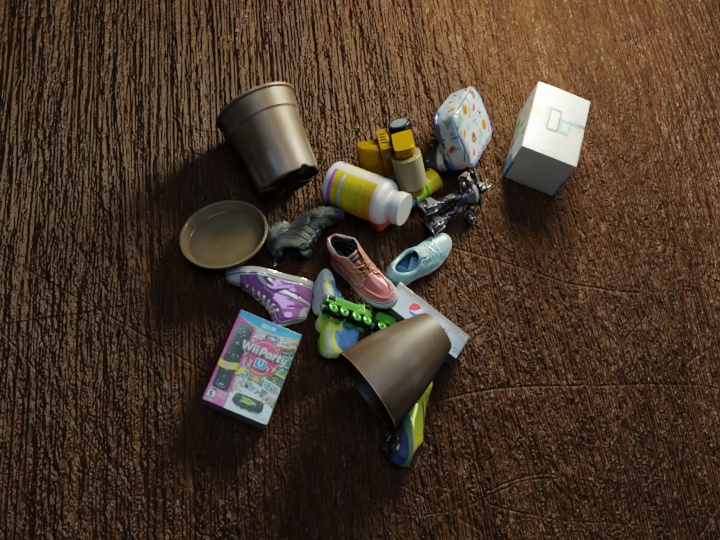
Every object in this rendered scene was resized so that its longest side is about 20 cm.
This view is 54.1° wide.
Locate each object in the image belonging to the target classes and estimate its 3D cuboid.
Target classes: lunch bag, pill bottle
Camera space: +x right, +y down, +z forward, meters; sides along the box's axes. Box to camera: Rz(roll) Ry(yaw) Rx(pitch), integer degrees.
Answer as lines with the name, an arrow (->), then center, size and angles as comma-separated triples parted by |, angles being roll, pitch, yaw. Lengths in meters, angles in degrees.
lunch bag -> 0.250, -0.338, 1.708 | 0.201, 0.074, 0.162 | -54, 126, -43
pill bottle -> 0.016, -0.170, 1.604 | 0.197, 0.105, 0.105 | 24, 65, 25

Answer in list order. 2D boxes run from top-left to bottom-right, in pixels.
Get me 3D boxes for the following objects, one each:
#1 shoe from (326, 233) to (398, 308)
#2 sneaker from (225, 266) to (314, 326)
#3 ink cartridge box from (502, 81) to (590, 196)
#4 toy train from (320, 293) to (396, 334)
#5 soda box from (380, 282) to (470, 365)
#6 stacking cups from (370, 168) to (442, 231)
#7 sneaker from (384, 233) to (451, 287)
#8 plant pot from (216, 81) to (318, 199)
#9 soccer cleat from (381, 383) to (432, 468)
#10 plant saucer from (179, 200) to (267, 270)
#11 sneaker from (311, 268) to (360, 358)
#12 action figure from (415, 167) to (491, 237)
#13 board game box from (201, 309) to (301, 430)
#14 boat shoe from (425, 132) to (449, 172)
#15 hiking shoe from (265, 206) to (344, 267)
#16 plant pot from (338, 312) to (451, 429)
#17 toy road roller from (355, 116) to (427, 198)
shoe -> 0.000, 0.000, 1.538 | 0.071, 0.092, 0.199 | -41, 58, -15
sneaker -> -0.203, 0.060, 1.527 | 0.195, 0.073, 0.117 | 12, 71, -4
ink cartridge box -> 0.462, -0.326, 1.753 | 0.143, 0.147, 0.204 | 20, 66, -1
toy train -> -0.002, 0.098, 1.510 | 0.197, 0.042, 0.057 | 23, 42, -28
soda box -> 0.142, 0.119, 1.565 | 0.198, 0.068, 0.064 | 37, 69, 6
stacking cups -> 0.106, -0.167, 1.674 | 0.198, 0.061, 0.061 | -37, 78, -21
sneaker -> 0.142, -0.028, 1.615 | 0.199, 0.082, 0.074 | -38, 80, -21
plant pot -> -0.198, -0.286, 1.606 | 0.197, 0.200, 0.202 | -24, 82, -18
soccer cleat -> 0.111, 0.320, 1.495 | 0.083, 0.064, 0.203 | 41, 59, -25
plant saucer -> -0.299, -0.075, 1.551 | 0.195, 0.030, 0.203 | -2, 49, 3
sneaker -> -0.048, 0.098, 1.549 | 0.103, 0.076, 0.205 | 9, 65, -27
action figure -> 0.231, -0.160, 1.670 | 0.197, 0.069, 0.132 | -28, 117, -14
board game box -> -0.225, 0.206, 1.470 | 0.145, 0.064, 0.204 | 21, 66, -1
boat shoe -> 0.204, -0.331, 1.756 | 0.055, 0.069, 0.204 | -4, 55, 31
hiking shoe -> -0.120, -0.075, 1.601 | 0.196, 0.076, 0.103 | -21, 81, -7
plant pot -> 0.086, 0.185, 1.453 | 0.199, 0.187, 0.188 | -37, 78, -14
toy road roller -> 0.069, -0.256, 1.649 | 0.143, 0.125, 0.202 | -16, 36, 5
